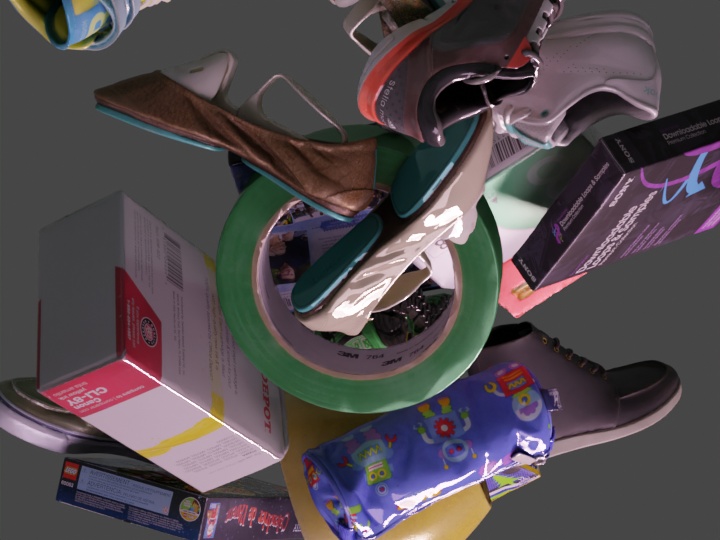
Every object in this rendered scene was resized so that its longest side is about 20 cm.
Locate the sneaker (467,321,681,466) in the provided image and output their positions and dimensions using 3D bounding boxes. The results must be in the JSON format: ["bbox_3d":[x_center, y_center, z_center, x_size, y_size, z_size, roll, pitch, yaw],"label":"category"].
[{"bbox_3d":[0.178,0.084,1.698,0.199,0.107,0.075,-17,-165,-27],"label":"sneaker"}]

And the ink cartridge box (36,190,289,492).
[{"bbox_3d":[-0.146,0.057,1.536,0.083,0.146,0.200,-24,142,24],"label":"ink cartridge box"}]

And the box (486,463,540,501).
[{"bbox_3d":[0.058,0.181,1.813,0.199,0.070,0.064,-31,141,30],"label":"box"}]

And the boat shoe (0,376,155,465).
[{"bbox_3d":[-0.207,0.111,1.685,0.199,0.072,0.062,13,115,-30],"label":"boat shoe"}]

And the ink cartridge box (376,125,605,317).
[{"bbox_3d":[0.132,-0.032,1.525,0.160,0.050,0.200,-33,136,19],"label":"ink cartridge box"}]

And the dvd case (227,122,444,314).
[{"bbox_3d":[-0.010,-0.037,1.537,0.142,0.018,0.201,-10,144,3],"label":"dvd case"}]

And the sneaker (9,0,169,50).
[{"bbox_3d":[-0.121,-0.170,1.209,0.198,0.131,0.080,12,140,-8],"label":"sneaker"}]

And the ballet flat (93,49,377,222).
[{"bbox_3d":[-0.077,-0.102,1.374,0.199,0.068,0.073,24,99,7],"label":"ballet flat"}]

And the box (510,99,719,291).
[{"bbox_3d":[0.214,-0.060,1.455,0.199,0.036,0.143,-17,155,-34],"label":"box"}]

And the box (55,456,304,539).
[{"bbox_3d":[-0.138,0.188,1.701,0.136,0.038,0.200,12,179,25],"label":"box"}]

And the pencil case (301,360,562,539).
[{"bbox_3d":[0.057,0.140,1.578,0.199,0.087,0.078,-23,150,-12],"label":"pencil case"}]

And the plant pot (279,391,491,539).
[{"bbox_3d":[0.026,0.170,1.693,0.141,0.201,0.200,-19,144,5],"label":"plant pot"}]

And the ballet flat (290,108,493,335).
[{"bbox_3d":[0.035,-0.028,1.383,0.069,0.070,0.200,26,119,-38],"label":"ballet flat"}]

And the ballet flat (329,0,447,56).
[{"bbox_3d":[0.010,-0.178,1.292,0.070,0.071,0.200,-18,147,16],"label":"ballet flat"}]

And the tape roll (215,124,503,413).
[{"bbox_3d":[0.000,0.000,1.452,0.199,0.048,0.202,2,111,6],"label":"tape roll"}]

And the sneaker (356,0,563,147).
[{"bbox_3d":[0.093,-0.142,1.285,0.200,0.082,0.077,-42,148,-14],"label":"sneaker"}]

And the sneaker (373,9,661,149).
[{"bbox_3d":[0.103,-0.114,1.385,0.198,0.089,0.075,-12,146,8],"label":"sneaker"}]

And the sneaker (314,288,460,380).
[{"bbox_3d":[0.025,0.051,1.605,0.085,0.079,0.200,-6,164,20],"label":"sneaker"}]
